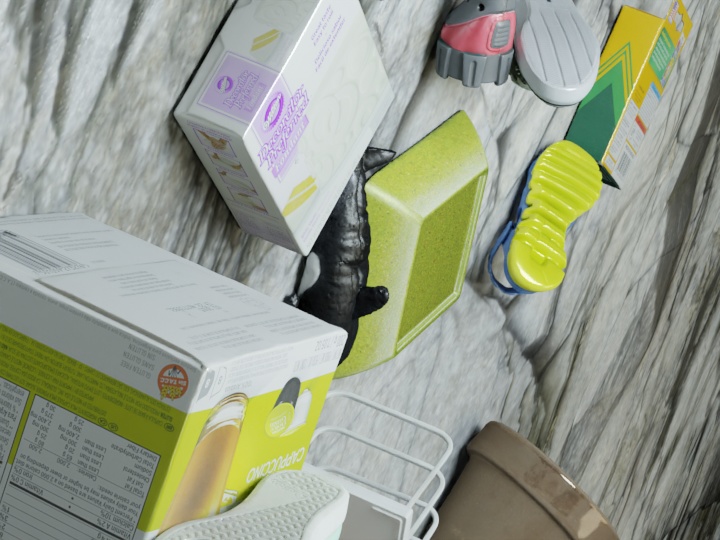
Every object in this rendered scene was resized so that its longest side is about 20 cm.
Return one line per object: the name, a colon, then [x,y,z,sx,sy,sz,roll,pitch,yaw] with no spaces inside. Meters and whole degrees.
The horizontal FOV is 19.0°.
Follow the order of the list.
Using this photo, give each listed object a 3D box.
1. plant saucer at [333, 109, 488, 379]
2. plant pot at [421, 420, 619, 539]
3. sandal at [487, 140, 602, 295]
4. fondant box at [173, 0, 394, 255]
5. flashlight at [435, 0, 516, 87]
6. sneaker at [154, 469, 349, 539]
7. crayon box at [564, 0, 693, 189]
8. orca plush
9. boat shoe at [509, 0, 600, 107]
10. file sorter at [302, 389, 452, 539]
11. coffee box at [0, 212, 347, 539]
plant saucer: [0.051,-0.016,1.882,0.200,0.048,0.200,-39,147,-53]
plant pot: [0.154,0.291,2.323,0.175,0.200,0.200,-45,156,-11]
sandal: [0.179,-0.049,2.170,0.087,0.079,0.200,-40,-164,54]
fondant box: [-0.048,-0.116,1.495,0.144,0.058,0.200,-62,159,-15]
flashlight: [0.104,-0.252,1.747,0.068,0.068,0.200,-73,171,-62]
sneaker: [-0.065,0.190,1.152,0.200,0.074,0.118,-24,128,-65]
crayon box: [0.287,-0.198,2.300,0.200,0.051,0.126,-65,161,-3]
orca plush: [0.000,0.000,1.729,0.105,0.071,0.200,-11,122,-67]
boat shoe: [0.158,-0.187,1.836,0.200,0.072,0.071,-95,-164,-53]
file sorter: [-0.007,0.223,1.863,0.125,0.139,0.200,-50,154,-47]
coffee box: [-0.157,0.096,1.225,0.200,0.200,0.198,-9,120,-67]
